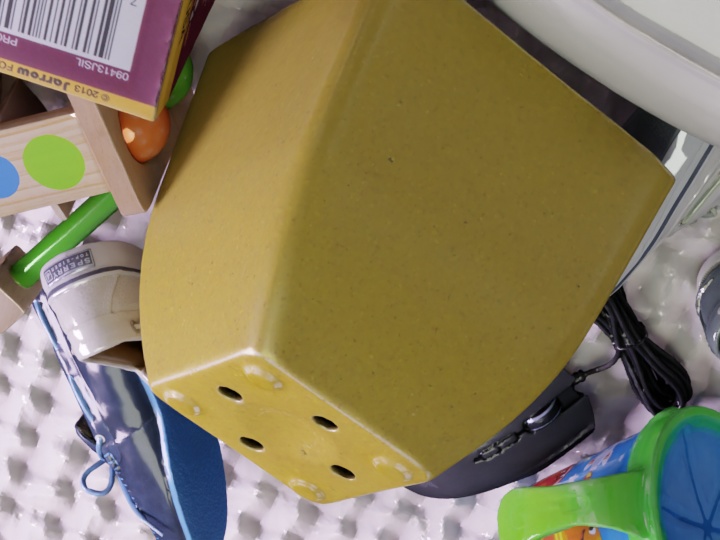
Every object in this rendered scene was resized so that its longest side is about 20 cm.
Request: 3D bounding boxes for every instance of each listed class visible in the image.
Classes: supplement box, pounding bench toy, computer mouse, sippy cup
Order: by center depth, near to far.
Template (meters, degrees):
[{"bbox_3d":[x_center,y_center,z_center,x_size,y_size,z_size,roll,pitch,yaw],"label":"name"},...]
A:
[{"bbox_3d":[-0.124,-0.178,1.155,0.130,0.201,0.104,17,125,-1],"label":"supplement box"},{"bbox_3d":[-0.162,-0.070,1.285,0.155,0.125,0.201,-11,122,17],"label":"pounding bench toy"},{"bbox_3d":[0.153,0.157,1.375,0.130,0.140,0.178,-20,116,39],"label":"sippy cup"},{"bbox_3d":[0.077,0.065,1.379,0.199,0.046,0.141,-19,120,22],"label":"computer mouse"}]

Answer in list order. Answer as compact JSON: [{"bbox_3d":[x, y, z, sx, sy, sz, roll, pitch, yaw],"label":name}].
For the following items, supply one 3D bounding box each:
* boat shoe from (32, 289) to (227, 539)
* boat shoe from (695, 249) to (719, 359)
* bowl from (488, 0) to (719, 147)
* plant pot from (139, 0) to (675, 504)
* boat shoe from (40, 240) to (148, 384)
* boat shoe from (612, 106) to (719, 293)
[{"bbox_3d":[-0.134,0.080,1.423,0.068,0.084,0.202,-11,105,23],"label":"boat shoe"},{"bbox_3d":[0.268,-0.007,1.283,0.199,0.062,0.073,-26,115,25],"label":"boat shoe"},{"bbox_3d":[0.171,-0.169,1.144,0.199,0.075,0.201,31,101,-9],"label":"bowl"},{"bbox_3d":[0.000,0.000,1.206,0.194,0.201,0.195,36,153,-21],"label":"plant pot"},{"bbox_3d":[-0.102,0.039,1.317,0.070,0.070,0.200,-24,160,17],"label":"boat shoe"},{"bbox_3d":[0.167,-0.050,1.264,0.066,0.074,0.201,15,128,-27],"label":"boat shoe"}]
